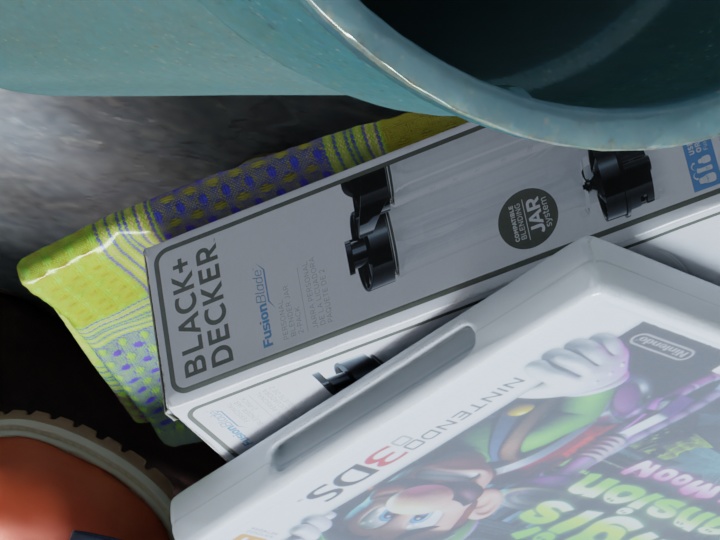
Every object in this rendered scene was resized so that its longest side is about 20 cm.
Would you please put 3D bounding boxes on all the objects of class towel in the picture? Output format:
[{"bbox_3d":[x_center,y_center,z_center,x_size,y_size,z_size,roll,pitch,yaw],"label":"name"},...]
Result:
[{"bbox_3d":[0.000,0.000,0.962,0.199,0.023,0.144,-16,149,7],"label":"towel"}]

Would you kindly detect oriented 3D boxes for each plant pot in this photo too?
[{"bbox_3d":[-0.017,-0.116,0.577,0.200,0.201,0.196,27,162,-33],"label":"plant pot"}]

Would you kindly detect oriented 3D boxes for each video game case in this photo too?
[{"bbox_3d":[0.071,0.063,0.929,0.182,0.023,0.200,-33,145,33],"label":"video game case"}]

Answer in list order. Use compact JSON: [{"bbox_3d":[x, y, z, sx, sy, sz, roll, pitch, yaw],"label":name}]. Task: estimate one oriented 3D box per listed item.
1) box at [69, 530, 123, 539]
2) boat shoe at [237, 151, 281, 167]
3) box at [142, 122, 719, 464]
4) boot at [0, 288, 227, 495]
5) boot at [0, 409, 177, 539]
[{"bbox_3d":[-0.028,0.129,1.006,0.199,0.033,0.121,12,166,12],"label":"box"},{"bbox_3d":[-0.026,0.015,1.056,0.072,0.065,0.200,15,158,-7],"label":"boat shoe"},{"bbox_3d":[0.046,0.007,0.909,0.199,0.060,0.117,-22,148,16],"label":"box"},{"bbox_3d":[-0.089,0.068,1.156,0.166,0.073,0.200,23,-175,41],"label":"boot"},{"bbox_3d":[-0.164,0.103,1.084,0.199,0.107,0.075,9,126,10],"label":"boot"}]
